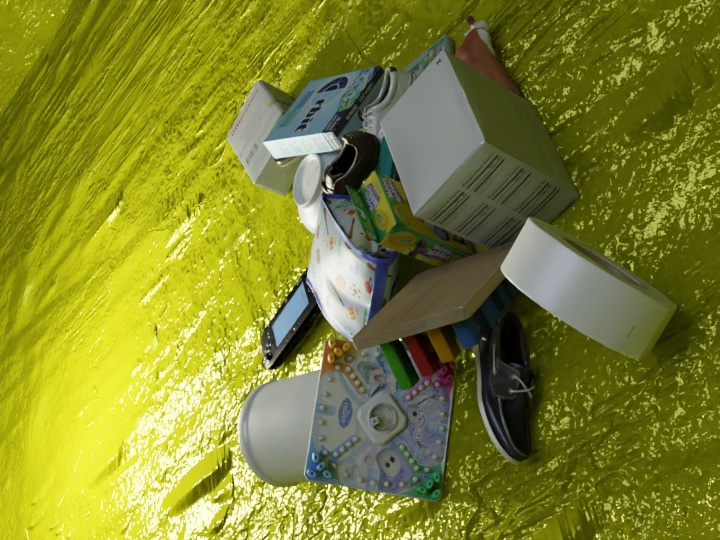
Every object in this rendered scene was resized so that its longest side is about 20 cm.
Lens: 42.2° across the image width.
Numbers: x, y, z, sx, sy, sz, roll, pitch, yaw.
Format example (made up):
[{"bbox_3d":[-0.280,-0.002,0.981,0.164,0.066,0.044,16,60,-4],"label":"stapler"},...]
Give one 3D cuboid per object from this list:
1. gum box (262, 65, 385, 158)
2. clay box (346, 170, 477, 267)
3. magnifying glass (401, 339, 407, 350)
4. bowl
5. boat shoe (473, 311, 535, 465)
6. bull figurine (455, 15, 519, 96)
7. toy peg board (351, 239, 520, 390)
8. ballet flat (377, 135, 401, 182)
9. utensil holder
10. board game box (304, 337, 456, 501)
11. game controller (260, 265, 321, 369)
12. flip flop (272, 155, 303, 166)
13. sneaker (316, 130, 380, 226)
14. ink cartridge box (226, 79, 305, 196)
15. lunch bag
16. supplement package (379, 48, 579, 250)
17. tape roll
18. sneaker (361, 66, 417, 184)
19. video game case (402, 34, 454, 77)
[{"bbox_3d":[-0.060,-0.280,1.661,0.198,0.045,0.171,-1,47,48],"label":"gum box"},{"bbox_3d":[0.076,-0.072,1.367,0.048,0.197,0.116,-47,43,27],"label":"clay box"},{"bbox_3d":[0.128,0.056,1.394,0.200,0.022,0.081,-44,44,31],"label":"magnifying glass"},{"bbox_3d":[-0.060,-0.149,1.654,0.200,0.089,0.206,-28,56,50],"label":"bowl"},{"bbox_3d":[0.195,0.151,1.223,0.067,0.071,0.204,-34,47,39],"label":"boat shoe"},{"bbox_3d":[0.176,-0.300,1.443,0.121,0.065,0.202,-42,46,24],"label":"bull figurine"},{"bbox_3d":[0.126,0.066,1.258,0.197,0.099,0.200,-20,15,41],"label":"toy peg board"},{"bbox_3d":[0.055,-0.133,1.525,0.075,0.073,0.203,-117,33,-44],"label":"ballet flat"},{"bbox_3d":[-0.067,0.238,1.447,0.198,0.168,0.174,-22,58,43],"label":"utensil holder"},{"bbox_3d":[0.031,0.209,1.321,0.026,0.195,0.205,110,169,-75],"label":"board game box"},{"bbox_3d":[-0.122,0.084,1.688,0.201,0.042,0.105,-53,40,22],"label":"game controller"},{"bbox_3d":[-0.074,-0.244,1.742,0.197,0.058,0.082,-28,43,19],"label":"flip flop"},{"bbox_3d":[-0.040,-0.138,1.528,0.070,0.075,0.203,38,113,38],"label":"sneaker"},{"bbox_3d":[-0.179,-0.269,1.879,0.147,0.086,0.201,-56,41,18],"label":"ink cartridge box"},{"bbox_3d":[0.000,0.000,1.466,0.201,0.121,0.173,-118,32,-53],"label":"lunch bag"},{"bbox_3d":[0.162,-0.157,1.293,0.147,0.197,0.194,-44,43,30],"label":"supplement package"},{"bbox_3d":[0.264,0.019,1.084,0.072,0.200,0.202,-59,38,12],"label":"tape roll"},{"bbox_3d":[0.032,-0.242,1.560,0.204,0.070,0.073,-68,19,-1],"label":"sneaker"},{"bbox_3d":[0.091,-0.272,1.583,0.199,0.022,0.186,-32,51,41],"label":"video game case"}]
